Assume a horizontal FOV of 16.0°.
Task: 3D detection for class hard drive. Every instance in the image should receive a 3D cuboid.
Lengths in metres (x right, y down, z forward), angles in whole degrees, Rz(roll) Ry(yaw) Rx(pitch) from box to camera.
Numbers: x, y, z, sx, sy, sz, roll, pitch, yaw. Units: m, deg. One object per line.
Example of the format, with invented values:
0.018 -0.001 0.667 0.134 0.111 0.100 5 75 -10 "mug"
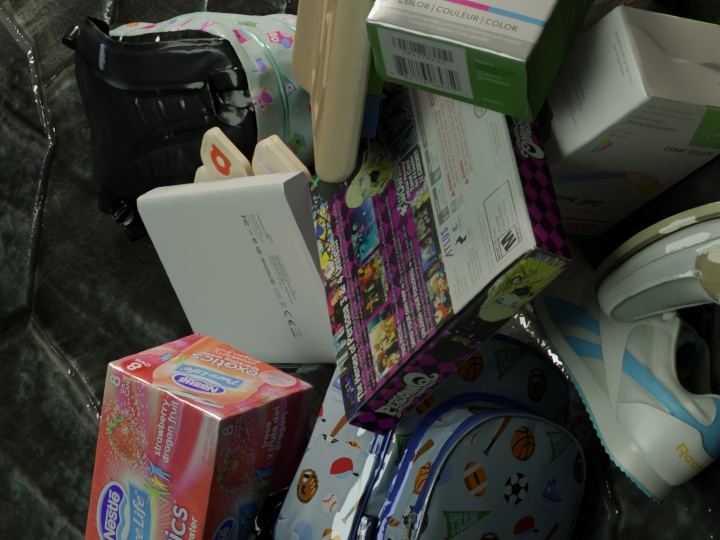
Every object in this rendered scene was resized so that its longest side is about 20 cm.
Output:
-0.072 0.001 1.745 0.200 0.027 0.132 -3 114 57 "hard drive"

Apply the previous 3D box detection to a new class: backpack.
0.049 0.125 1.619 0.154 0.199 0.192 8 86 43 "backpack"
-0.110 -0.121 1.851 0.199 0.126 0.168 -7 102 49 "backpack"

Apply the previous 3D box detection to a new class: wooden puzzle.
-0.003 -0.171 1.592 0.200 0.046 0.186 -108 24 -67 "wooden puzzle"

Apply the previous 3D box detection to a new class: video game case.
0.042 -0.031 1.546 0.181 0.036 0.201 -45 39 33 "video game case"

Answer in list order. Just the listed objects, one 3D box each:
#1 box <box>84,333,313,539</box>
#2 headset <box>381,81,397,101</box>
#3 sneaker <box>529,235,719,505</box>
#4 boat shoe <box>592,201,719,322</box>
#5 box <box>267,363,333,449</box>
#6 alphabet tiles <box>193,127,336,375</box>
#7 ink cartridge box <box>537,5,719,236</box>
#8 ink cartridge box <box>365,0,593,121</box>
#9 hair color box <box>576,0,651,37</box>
-0.109 0.155 1.642 0.102 0.094 0.201 24 115 33 "box"
0.015 -0.135 1.742 0.123 0.094 0.201 -30 54 42 "headset"
0.167 0.048 1.582 0.081 0.076 0.200 -37 53 12 "sneaker"
0.226 -0.004 1.491 0.199 0.075 0.069 -24 68 29 "boat shoe"
-0.081 0.173 1.764 0.132 0.114 0.201 -4 100 48 "box"
-0.049 0.001 1.751 0.196 0.015 0.200 47 148 21 "alphabet tiles"
0.139 -0.079 1.583 0.200 0.117 0.068 -36 60 41 "ink cartridge box"
0.091 -0.193 1.524 0.103 0.059 0.201 17 61 20 "ink cartridge box"
0.091 -0.226 1.628 0.200 0.100 0.061 51 150 24 "hair color box"
